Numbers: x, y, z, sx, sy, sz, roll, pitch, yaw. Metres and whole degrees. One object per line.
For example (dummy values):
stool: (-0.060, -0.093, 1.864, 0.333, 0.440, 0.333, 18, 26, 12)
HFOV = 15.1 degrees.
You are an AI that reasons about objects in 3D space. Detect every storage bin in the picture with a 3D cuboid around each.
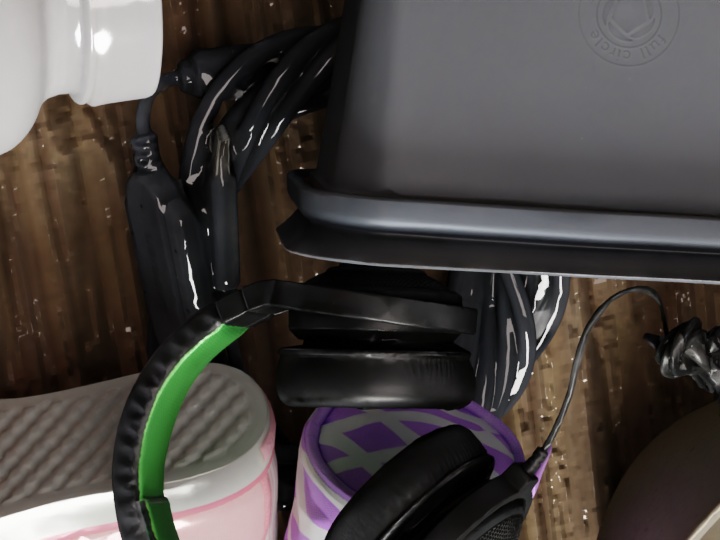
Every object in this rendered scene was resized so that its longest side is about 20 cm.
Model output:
storage bin: (0.078, -0.070, 0.884, 0.199, 0.146, 0.135, 5, 96, -5)

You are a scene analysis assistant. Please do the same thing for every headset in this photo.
headset: (0.020, 0.054, 0.869, 0.199, 0.094, 0.124, -21, 80, 19)

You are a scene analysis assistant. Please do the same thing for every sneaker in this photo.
sneaker: (-0.122, 0.094, 0.957, 0.199, 0.076, 0.105, -7, 138, 3)

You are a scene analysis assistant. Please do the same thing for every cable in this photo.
cable: (0.000, 0.000, 0.983, 0.162, 0.051, 0.201, -21, 117, -18)

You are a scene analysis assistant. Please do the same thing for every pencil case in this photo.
pencil case: (0.008, 0.133, 0.973, 0.085, 0.084, 0.201, 19, 130, 13)

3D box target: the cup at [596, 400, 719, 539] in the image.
cup: (0.165, 0.122, 1.017, 0.199, 0.143, 0.202, -5, 110, -14)

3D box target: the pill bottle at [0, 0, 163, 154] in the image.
pill bottle: (-0.167, -0.086, 0.860, 0.199, 0.113, 0.114, -7, 111, -14)
